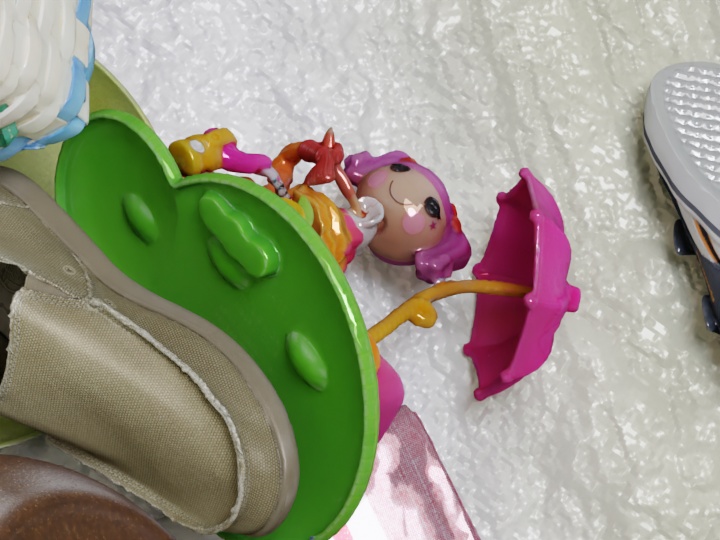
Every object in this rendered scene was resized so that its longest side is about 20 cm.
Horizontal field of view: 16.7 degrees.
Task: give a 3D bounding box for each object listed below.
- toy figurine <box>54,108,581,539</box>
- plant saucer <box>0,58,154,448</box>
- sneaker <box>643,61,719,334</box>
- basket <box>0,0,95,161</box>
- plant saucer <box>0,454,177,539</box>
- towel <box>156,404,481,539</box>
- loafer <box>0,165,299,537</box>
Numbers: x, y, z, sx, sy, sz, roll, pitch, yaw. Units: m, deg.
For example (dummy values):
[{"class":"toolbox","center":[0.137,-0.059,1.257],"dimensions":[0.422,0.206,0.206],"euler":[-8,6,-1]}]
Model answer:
[{"class":"toy figurine","center":[0.000,0.000,1.011],"dimensions":[0.183,0.151,0.200],"euler":[-17,57,-42]},{"class":"plant saucer","center":[-0.175,-0.016,1.023],"dimensions":[0.198,0.031,0.201],"euler":[5,68,-11]},{"class":"sneaker","center":[0.180,-0.005,1.083],"dimensions":[0.078,0.080,0.201],"euler":[-11,48,-23]},{"class":"basket","center":[-0.199,-0.110,0.911],"dimensions":[0.200,0.175,0.140],"euler":[36,47,-47]},{"class":"plant saucer","center":[-0.098,0.154,0.891],"dimensions":[0.200,0.037,0.201],"euler":[34,41,-36]},{"class":"towel","center":[-0.032,0.155,0.997],"dimensions":[0.199,0.023,0.145],"euler":[-23,76,-20]},{"class":"loafer","center":[-0.107,0.038,0.942],"dimensions":[0.200,0.076,0.067],"euler":[37,37,25]}]
